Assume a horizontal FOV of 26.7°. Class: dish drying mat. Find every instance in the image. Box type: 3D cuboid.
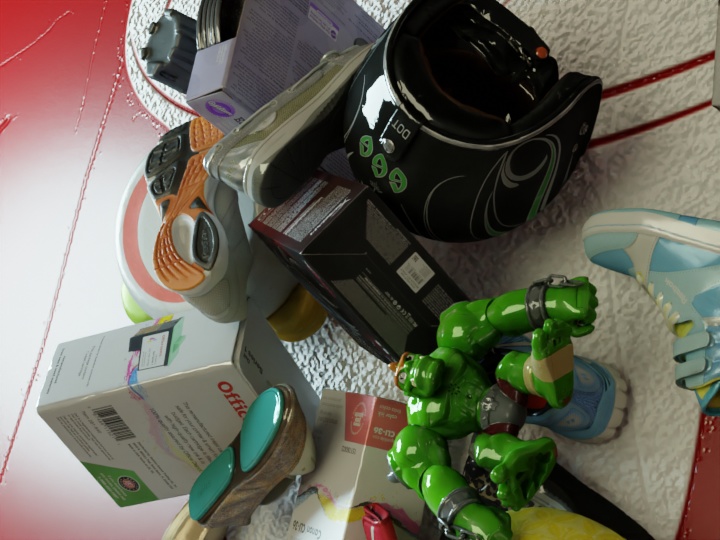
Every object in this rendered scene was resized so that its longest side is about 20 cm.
[{"bbox_3d":[0.038,0.275,1.126,0.077,0.018,0.201,177,77,-79],"label":"dish drying mat"}]

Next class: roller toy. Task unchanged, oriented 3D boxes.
[{"bbox_3d":[-0.114,-0.031,1.370,0.199,0.139,0.184,2,82,34],"label":"roller toy"}]

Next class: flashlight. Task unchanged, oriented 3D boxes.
[{"bbox_3d":[-0.106,-0.179,1.370,0.068,0.199,0.068,-43,50,21],"label":"flashlight"}]

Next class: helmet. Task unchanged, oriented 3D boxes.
[{"bbox_3d":[0.083,-0.117,1.173,0.191,0.199,0.201,101,170,-66],"label":"helmet"}]

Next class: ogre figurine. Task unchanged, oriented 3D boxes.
[{"bbox_3d":[0.085,0.095,1.061,0.119,0.098,0.201,7,87,43],"label":"ogre figurine"}]

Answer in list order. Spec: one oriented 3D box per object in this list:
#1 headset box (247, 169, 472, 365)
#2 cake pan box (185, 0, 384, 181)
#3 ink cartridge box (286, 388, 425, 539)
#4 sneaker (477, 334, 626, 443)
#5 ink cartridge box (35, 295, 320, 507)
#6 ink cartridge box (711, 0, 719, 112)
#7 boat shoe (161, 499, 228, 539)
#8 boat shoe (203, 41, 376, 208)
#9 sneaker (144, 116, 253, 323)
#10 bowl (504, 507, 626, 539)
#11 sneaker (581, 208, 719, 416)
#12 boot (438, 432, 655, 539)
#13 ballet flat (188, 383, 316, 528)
[{"bbox_3d":[0.000,0.000,1.201,0.077,0.149,0.200,-44,18,-7],"label":"headset box"},{"bbox_3d":[-0.057,-0.175,1.301,0.052,0.200,0.185,-15,54,35],"label":"cake pan box"},{"bbox_3d":[-0.006,0.202,1.215,0.116,0.067,0.201,-4,72,67],"label":"ink cartridge box"},{"bbox_3d":[0.105,0.075,1.166,0.199,0.090,0.079,9,82,44],"label":"sneaker"},{"bbox_3d":[-0.153,0.117,1.312,0.199,0.145,0.084,-14,40,22],"label":"ink cartridge box"},{"bbox_3d":[0.331,-0.201,1.056,0.144,0.084,0.201,-5,73,41],"label":"ink cartridge box"},{"bbox_3d":[-0.151,0.277,1.354,0.069,0.074,0.201,30,89,21],"label":"boat shoe"},{"bbox_3d":[-0.042,-0.125,1.209,0.064,0.075,0.202,24,50,23],"label":"boat shoe"},{"bbox_3d":[-0.128,-0.040,1.256,0.075,0.092,0.201,-16,49,16],"label":"sneaker"},{"bbox_3d":[0.115,0.273,1.020,0.199,0.107,0.201,12,111,32],"label":"bowl"},{"bbox_3d":[0.228,0.030,1.077,0.199,0.079,0.131,12,83,45],"label":"sneaker"},{"bbox_3d":[0.129,0.230,1.111,0.203,0.073,0.154,38,109,39],"label":"boot"},{"bbox_3d":[-0.076,0.153,1.239,0.200,0.067,0.068,-48,36,48],"label":"ballet flat"}]
